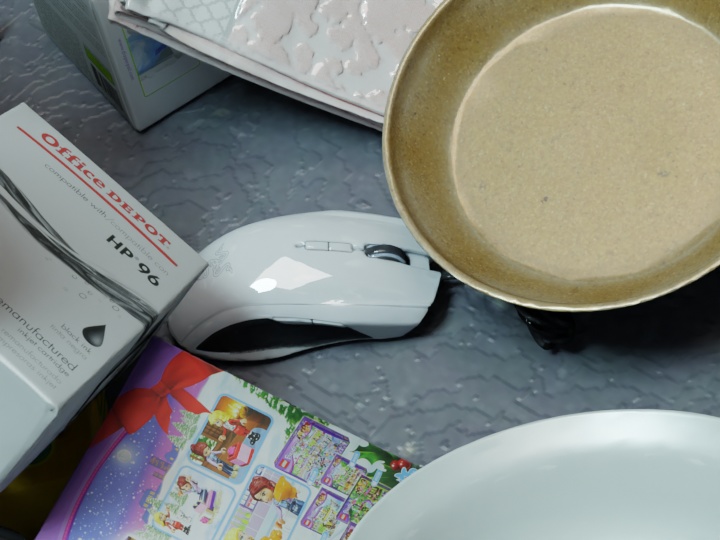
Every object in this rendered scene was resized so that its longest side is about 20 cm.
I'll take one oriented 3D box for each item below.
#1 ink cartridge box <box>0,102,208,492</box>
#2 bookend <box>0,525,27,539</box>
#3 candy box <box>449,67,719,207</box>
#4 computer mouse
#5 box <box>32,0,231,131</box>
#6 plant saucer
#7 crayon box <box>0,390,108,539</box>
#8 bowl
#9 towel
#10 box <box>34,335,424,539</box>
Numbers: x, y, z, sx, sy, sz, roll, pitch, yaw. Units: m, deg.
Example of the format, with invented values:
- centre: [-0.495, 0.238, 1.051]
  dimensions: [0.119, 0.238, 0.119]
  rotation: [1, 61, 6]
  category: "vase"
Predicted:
- centre: [-0.144, 0.002, 0.785]
  dimensions: [0.116, 0.068, 0.200]
  rotation: [41, 26, -1]
  category: "ink cartridge box"
- centre: [-0.268, 0.091, 0.774]
  dimensions: [0.200, 0.092, 0.199]
  rotation: [-40, 54, 12]
  category: "bookend"
- centre: [0.153, -0.079, 0.909]
  dimensions: [0.199, 0.057, 0.117]
  rotation: [23, 61, 28]
  category: "candy box"
- centre: [0.000, 0.000, 0.883]
  dimensions: [0.198, 0.044, 0.110]
  rotation: [-9, 51, 4]
  category: "computer mouse"
- centre: [-0.080, -0.189, 1.015]
  dimensions: [0.199, 0.102, 0.113]
  rotation: [-33, 53, -16]
  category: "box"
- centre: [0.110, -0.066, 0.853]
  dimensions: [0.199, 0.035, 0.202]
  rotation: [-8, 63, 15]
  category: "plant saucer"
- centre: [-0.182, 0.066, 0.860]
  dimensions: [0.126, 0.051, 0.201]
  rotation: [-14, 50, -1]
  category: "crayon box"
- centre: [0.093, 0.143, 0.698]
  dimensions: [0.199, 0.091, 0.201]
  rotation: [-11, 26, 5]
  category: "bowl"
- centre: [-0.012, -0.187, 0.944]
  dimensions: [0.190, 0.032, 0.201]
  rotation: [19, 81, -14]
  category: "towel"
- centre: [-0.071, 0.140, 0.757]
  dimensions: [0.136, 0.039, 0.201]
  rotation: [26, 58, 3]
  category: "box"
